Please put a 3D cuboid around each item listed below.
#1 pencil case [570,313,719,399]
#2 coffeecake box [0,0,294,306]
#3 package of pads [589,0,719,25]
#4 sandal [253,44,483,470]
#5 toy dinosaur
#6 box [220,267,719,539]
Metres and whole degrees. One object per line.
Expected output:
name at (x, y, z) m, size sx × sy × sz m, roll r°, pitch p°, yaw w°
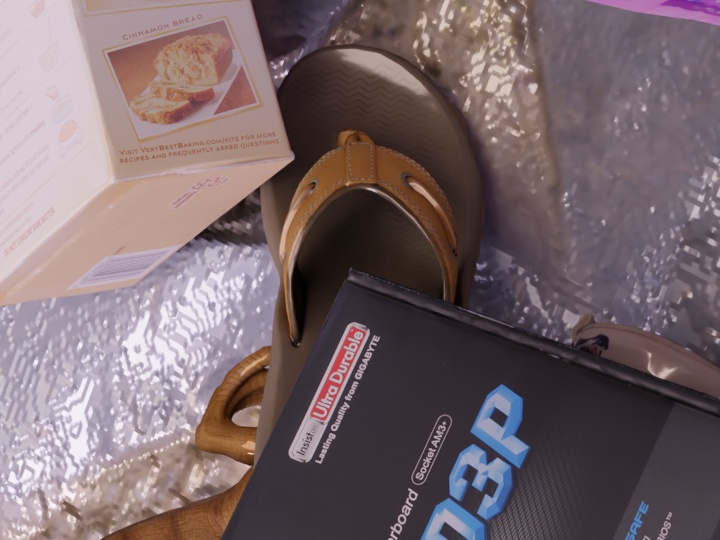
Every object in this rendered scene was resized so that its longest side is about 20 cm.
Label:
pencil case at (0.066, 0.115, 0.919) m, size 0.089 × 0.078 × 0.201 m, roll 19°, pitch 77°, yaw 24°
coffeecake box at (-0.109, -0.106, 1.044) m, size 0.153 × 0.073 × 0.201 m, roll -34°, pitch 68°, yaw 59°
package of pads at (0.110, -0.134, 0.861) m, size 0.076 × 0.199 × 0.121 m, roll -38°, pitch 66°, yaw 32°
sandal at (0.000, 0.000, 0.974) m, size 0.080 × 0.054 × 0.201 m, roll 3°, pitch 56°, yaw 4°
toy dinosaur at (-0.036, 0.083, 0.980) m, size 0.199 × 0.106 × 0.061 m, roll -3°, pitch 130°, yaw -1°
box at (0.027, 0.117, 0.863) m, size 0.158 × 0.046 × 0.201 m, roll 20°, pitch 77°, yaw 29°
